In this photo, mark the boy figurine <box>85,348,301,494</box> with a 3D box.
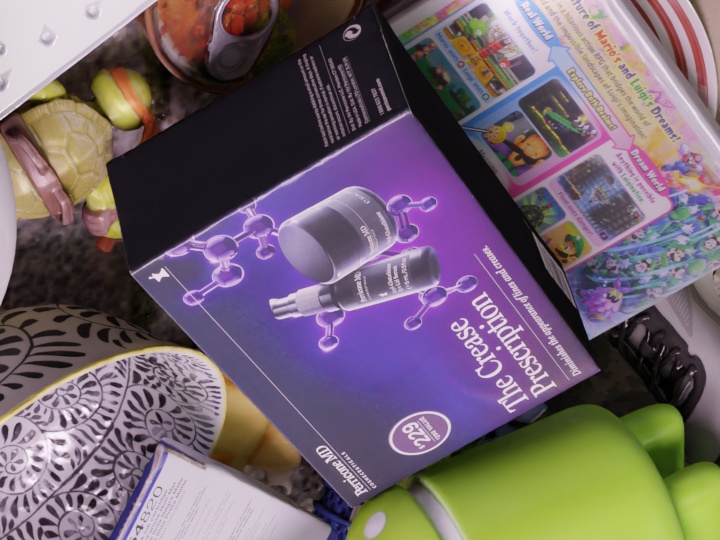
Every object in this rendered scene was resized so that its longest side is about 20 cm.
[{"bbox_3d":[-0.075,0.086,1.157,0.124,0.065,0.200,20,115,-38],"label":"boy figurine"}]

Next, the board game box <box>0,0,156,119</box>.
[{"bbox_3d":[-0.142,-0.181,0.898,0.200,0.026,0.200,-37,123,1],"label":"board game box"}]

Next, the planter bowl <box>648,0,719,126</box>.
[{"bbox_3d":[0.217,-0.142,1.112,0.199,0.135,0.201,-18,132,-21],"label":"planter bowl"}]

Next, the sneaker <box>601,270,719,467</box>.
[{"bbox_3d":[0.155,0.033,1.173,0.079,0.201,0.074,3,135,-24],"label":"sneaker"}]

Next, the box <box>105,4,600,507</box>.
[{"bbox_3d":[0.000,0.000,1.020,0.141,0.079,0.200,-28,134,13],"label":"box"}]

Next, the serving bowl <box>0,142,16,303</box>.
[{"bbox_3d":[-0.216,-0.048,0.903,0.066,0.199,0.201,-54,152,-45],"label":"serving bowl"}]

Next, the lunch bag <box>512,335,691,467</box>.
[{"bbox_3d":[0.117,0.134,1.243,0.200,0.164,0.118,-41,135,4],"label":"lunch bag"}]

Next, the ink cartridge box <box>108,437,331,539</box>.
[{"bbox_3d":[-0.108,0.182,1.072,0.200,0.040,0.200,-62,154,-6],"label":"ink cartridge box"}]

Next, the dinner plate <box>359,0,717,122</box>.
[{"bbox_3d":[0.071,-0.086,1.092,0.199,0.024,0.201,3,124,5],"label":"dinner plate"}]

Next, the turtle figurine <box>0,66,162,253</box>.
[{"bbox_3d":[-0.148,-0.040,1.009,0.161,0.064,0.200,-33,135,-6],"label":"turtle figurine"}]

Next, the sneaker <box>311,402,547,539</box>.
[{"bbox_3d":[0.010,0.081,1.194,0.200,0.080,0.115,-53,129,-8],"label":"sneaker"}]

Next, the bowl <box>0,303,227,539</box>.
[{"bbox_3d":[-0.167,0.080,1.050,0.200,0.094,0.201,-35,155,-19],"label":"bowl"}]

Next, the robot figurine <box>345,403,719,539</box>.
[{"bbox_3d":[0.079,0.138,1.095,0.199,0.176,0.116,-21,139,-13],"label":"robot figurine"}]

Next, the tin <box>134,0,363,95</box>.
[{"bbox_3d":[-0.036,-0.172,0.997,0.111,0.042,0.201,5,120,-31],"label":"tin"}]

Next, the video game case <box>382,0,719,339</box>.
[{"bbox_3d":[0.074,-0.049,1.085,0.181,0.024,0.200,-31,116,20],"label":"video game case"}]
